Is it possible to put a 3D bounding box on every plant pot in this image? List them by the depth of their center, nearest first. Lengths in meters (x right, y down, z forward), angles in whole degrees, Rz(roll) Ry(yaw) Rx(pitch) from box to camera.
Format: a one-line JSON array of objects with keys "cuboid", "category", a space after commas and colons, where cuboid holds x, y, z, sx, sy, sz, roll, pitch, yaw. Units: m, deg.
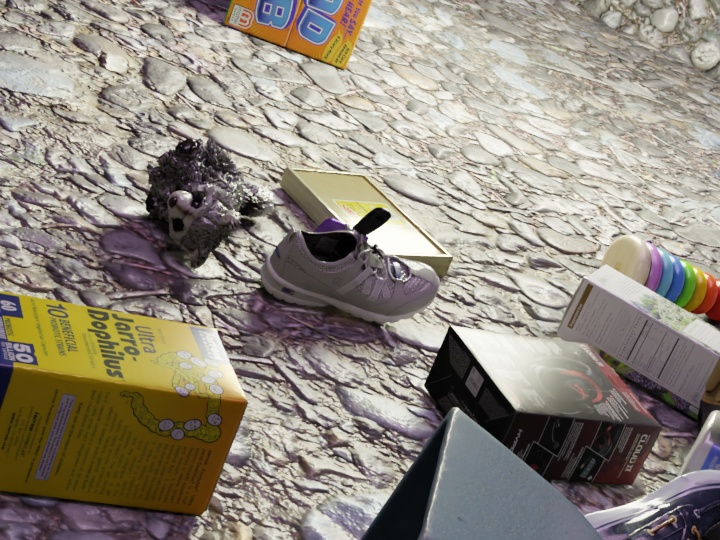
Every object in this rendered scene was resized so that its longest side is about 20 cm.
[{"cuboid": [0.084, 0.255, 1.063, 0.199, 0.197, 0.197, 33, 23, -3], "category": "plant pot"}]

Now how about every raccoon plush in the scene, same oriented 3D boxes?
[{"cuboid": [-0.133, -0.063, 1.671, 0.199, 0.097, 0.134, 0, 39, -42], "category": "raccoon plush"}]

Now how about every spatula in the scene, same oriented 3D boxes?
[{"cuboid": [-0.004, -0.043, 1.681, 0.056, 0.021, 0.200, 25, -13, -13], "category": "spatula"}]

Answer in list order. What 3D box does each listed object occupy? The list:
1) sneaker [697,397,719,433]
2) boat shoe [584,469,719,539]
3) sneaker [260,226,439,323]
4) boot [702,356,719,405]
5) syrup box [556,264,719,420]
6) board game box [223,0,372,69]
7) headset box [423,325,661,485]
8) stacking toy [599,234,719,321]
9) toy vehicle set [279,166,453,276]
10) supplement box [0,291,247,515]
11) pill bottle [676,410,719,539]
[{"cuboid": [0.456, 0.188, 1.693, 0.198, 0.087, 0.081, 13, 59, 17], "category": "sneaker"}, {"cuboid": [0.267, 0.243, 1.373, 0.199, 0.071, 0.091, -15, 46, -28], "category": "boat shoe"}, {"cuboid": [0.000, 0.000, 1.640, 0.198, 0.082, 0.075, 5, 43, -28], "category": "sneaker"}, {"cuboid": [0.413, 0.124, 1.511, 0.154, 0.077, 0.200, 25, 4, 4], "category": "boot"}, {"cuboid": [0.329, 0.080, 1.784, 0.199, 0.082, 0.079, 30, 22, 18], "category": "syrup box"}, {"cuboid": [-0.078, -0.460, 2.423, 0.198, 0.202, 0.200, 19, 24, -8], "category": "board game box"}, {"cuboid": [0.184, 0.133, 1.546, 0.198, 0.076, 0.149, 8, 27, -31], "category": "headset box"}, {"cuboid": [0.399, 0.022, 1.996, 0.198, 0.086, 0.086, 18, 22, -28], "category": "stacking toy"}, {"cuboid": [0.005, -0.058, 1.856, 0.123, 0.027, 0.200, 3, 30, -39], "category": "toy vehicle set"}, {"cuboid": [-0.204, 0.101, 1.215, 0.198, 0.110, 0.109, 11, 25, -26], "category": "supplement box"}, {"cuboid": [0.395, 0.226, 1.489, 0.199, 0.115, 0.114, 28, 23, 12], "category": "pill bottle"}]
